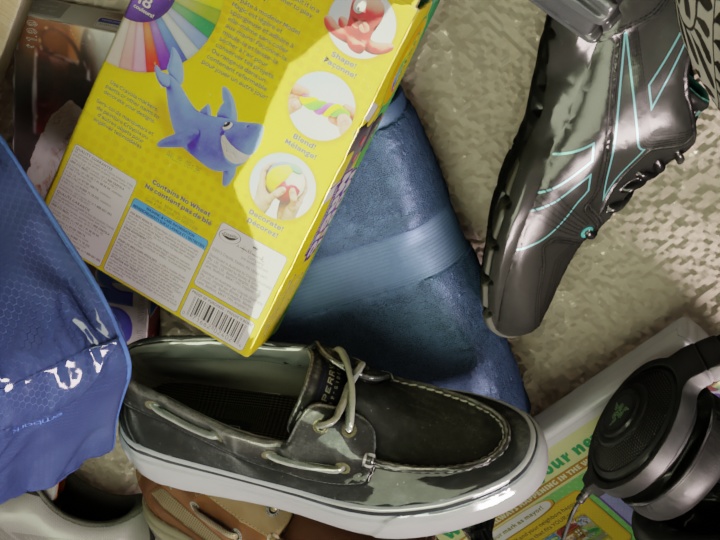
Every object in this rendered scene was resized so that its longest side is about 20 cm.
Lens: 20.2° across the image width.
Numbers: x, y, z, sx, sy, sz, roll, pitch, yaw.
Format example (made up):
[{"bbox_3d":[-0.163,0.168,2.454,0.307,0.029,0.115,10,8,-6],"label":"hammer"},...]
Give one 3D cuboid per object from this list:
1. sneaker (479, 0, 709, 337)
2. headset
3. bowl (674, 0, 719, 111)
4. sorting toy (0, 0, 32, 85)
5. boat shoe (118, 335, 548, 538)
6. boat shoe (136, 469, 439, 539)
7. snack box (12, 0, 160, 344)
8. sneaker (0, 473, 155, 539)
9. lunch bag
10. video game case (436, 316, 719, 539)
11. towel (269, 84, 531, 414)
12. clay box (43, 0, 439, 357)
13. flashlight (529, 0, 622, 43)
[{"bbox_3d":[0.103,-0.053,0.869,0.079,0.075,0.200,15,118,-2],"label":"sneaker"},{"bbox_3d":[0.141,0.094,0.916,0.200,0.094,0.124,-25,116,5],"label":"headset"},{"bbox_3d":[0.185,-0.135,0.776,0.094,0.200,0.201,41,133,41],"label":"bowl"},{"bbox_3d":[-0.273,-0.100,0.920,0.200,0.070,0.199,29,123,2],"label":"sorting toy"},{"bbox_3d":[-0.018,0.069,0.894,0.199,0.072,0.071,2,141,11],"label":"boat shoe"},{"bbox_3d":[-0.042,0.110,0.955,0.200,0.076,0.072,12,129,43],"label":"boat shoe"},{"bbox_3d":[-0.130,-0.029,0.967,0.072,0.024,0.201,11,121,9],"label":"snack box"},{"bbox_3d":[-0.199,0.118,1.048,0.200,0.074,0.080,18,110,-3],"label":"sneaker"},{"bbox_3d":[-0.194,0.042,0.890,0.136,0.132,0.200,55,159,14],"label":"lunch bag"},{"bbox_3d":[0.141,0.132,0.986,0.182,0.022,0.200,41,121,-21],"label":"video game case"},{"bbox_3d":[0.000,0.000,0.941,0.111,0.049,0.200,-15,114,20],"label":"towel"},{"bbox_3d":[-0.049,-0.078,0.859,0.115,0.048,0.200,30,110,7],"label":"clay box"},{"bbox_3d":[0.025,-0.166,0.787,0.200,0.068,0.068,39,84,6],"label":"flashlight"}]
